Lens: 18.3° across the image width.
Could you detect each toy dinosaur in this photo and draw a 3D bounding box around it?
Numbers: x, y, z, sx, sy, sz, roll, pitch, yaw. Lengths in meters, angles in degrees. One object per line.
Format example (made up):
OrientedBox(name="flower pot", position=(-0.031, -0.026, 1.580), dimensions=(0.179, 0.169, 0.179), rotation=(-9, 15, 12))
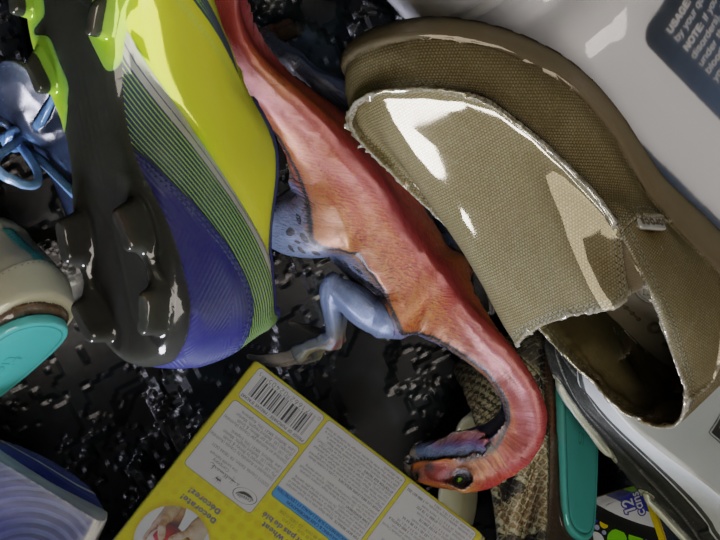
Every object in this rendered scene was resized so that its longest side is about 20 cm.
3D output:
OrientedBox(name="toy dinosaur", position=(0.000, 0.000, 0.839), dimensions=(0.105, 0.200, 0.182), rotation=(-43, 75, -5))

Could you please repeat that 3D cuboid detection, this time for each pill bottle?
OrientedBox(name="pill bottle", position=(0.097, -0.085, 0.848), dimensions=(0.120, 0.120, 0.200), rotation=(-46, 119, 7))

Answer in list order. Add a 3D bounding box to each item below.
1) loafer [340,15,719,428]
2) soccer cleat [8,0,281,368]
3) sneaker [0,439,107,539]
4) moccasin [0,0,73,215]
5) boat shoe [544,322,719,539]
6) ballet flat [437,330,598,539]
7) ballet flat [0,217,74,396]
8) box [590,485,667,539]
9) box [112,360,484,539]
OrientedBox(name="loafer", position=(0.070, -0.014, 0.790), dimensions=(0.200, 0.068, 0.076), rotation=(36, 143, -24))
OrientedBox(name="soccer cleat", position=(-0.067, -0.067, 0.763), dimensions=(0.083, 0.064, 0.202), rotation=(-9, 94, -47))
OrientedBox(name="sneaker", position=(-0.183, 0.149, 0.883), dimensions=(0.080, 0.115, 0.200), rotation=(36, 91, -4))
OrientedBox(name="moccasin", position=(-0.112, -0.075, 0.811), dimensions=(0.068, 0.080, 0.201), rotation=(-12, 98, -21))
OrientedBox(name="boat shoe", position=(0.154, 0.083, 0.916), dimensions=(0.200, 0.064, 0.071), rotation=(47, 72, -18))
OrientedBox(name="ballet flat", position=(0.070, 0.122, 0.917), dimensions=(0.075, 0.201, 0.068), rotation=(-18, 154, 24))
OrientedBox(name="ballet flat", position=(-0.188, 0.054, 0.858), dimensions=(0.200, 0.070, 0.069), rotation=(-42, 120, 16))
OrientedBox(name="box", position=(0.121, 0.198, 0.949), dimensions=(0.070, 0.201, 0.064), rotation=(-18, 162, 2))
OrientedBox(name="box", position=(-0.056, 0.149, 0.848), dimensions=(0.117, 0.048, 0.200), rotation=(37, 70, 6))
